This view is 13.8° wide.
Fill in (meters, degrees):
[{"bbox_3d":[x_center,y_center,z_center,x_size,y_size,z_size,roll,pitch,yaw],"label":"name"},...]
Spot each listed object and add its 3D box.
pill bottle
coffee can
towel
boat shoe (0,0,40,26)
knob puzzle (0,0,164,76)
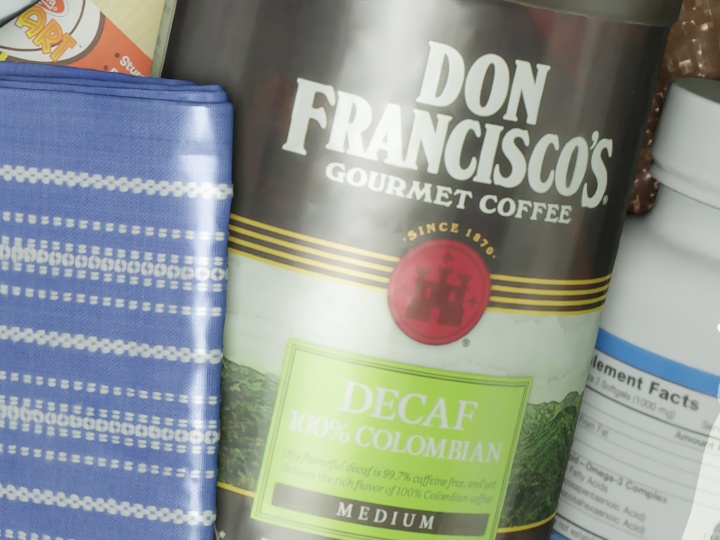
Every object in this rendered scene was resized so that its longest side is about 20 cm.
[{"bbox_3d":[0.109,0.049,0.910,0.111,0.112,0.201,14,101,-1],"label":"pill bottle"},{"bbox_3d":[0.000,0.000,0.855,0.145,0.146,0.201,12,100,-1],"label":"coffee can"},{"bbox_3d":[-0.102,0.042,0.815,0.144,0.024,0.202,6,98,22],"label":"towel"},{"bbox_3d":[-0.099,-0.130,0.875,0.202,0.075,0.086,-38,97,-10],"label":"boat shoe"},{"bbox_3d":[-0.101,-0.056,0.928,0.218,0.030,0.221,0,91,-9],"label":"knob puzzle"}]
